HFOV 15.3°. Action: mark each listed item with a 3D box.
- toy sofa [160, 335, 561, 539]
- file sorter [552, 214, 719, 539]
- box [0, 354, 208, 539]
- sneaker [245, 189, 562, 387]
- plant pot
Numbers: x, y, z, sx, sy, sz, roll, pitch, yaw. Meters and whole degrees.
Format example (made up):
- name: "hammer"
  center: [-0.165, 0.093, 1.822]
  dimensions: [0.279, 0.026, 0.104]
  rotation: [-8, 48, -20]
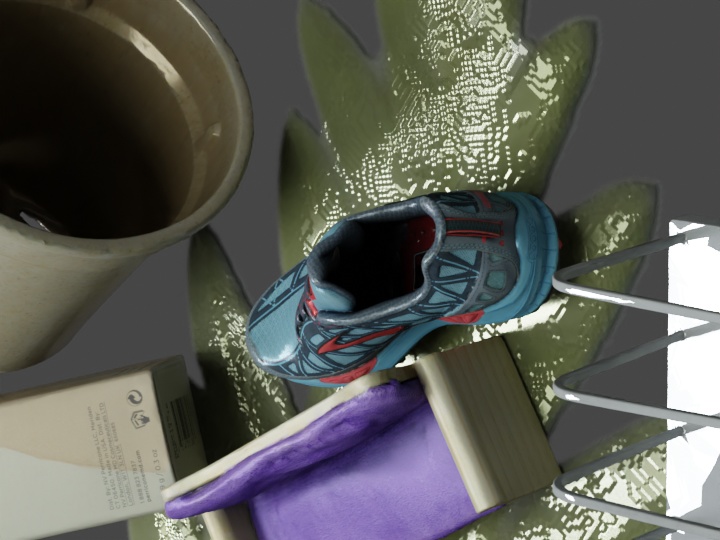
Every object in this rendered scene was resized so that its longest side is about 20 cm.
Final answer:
- name: "toy sofa"
  center: [-0.004, 0.112, 1.355]
  dimensions: [0.200, 0.097, 0.083]
  rotation: [-31, 78, 43]
- name: "file sorter"
  center: [0.162, 0.092, 1.173]
  dimensions: [0.138, 0.124, 0.201]
  rotation: [11, 107, 41]
- name: "box"
  center: [-0.191, 0.108, 1.468]
  dimensions: [0.199, 0.095, 0.078]
  rotation: [-13, 92, 7]
- name: "sneaker"
  center: [0.000, 0.000, 1.317]
  dimensions: [0.200, 0.095, 0.080]
  rotation: [-25, 64, 42]
- name: "plant pot"
  center: [-0.182, -0.046, 1.427]
  dimensions: [0.201, 0.200, 0.184]
  rotation: [57, 142, 17]
